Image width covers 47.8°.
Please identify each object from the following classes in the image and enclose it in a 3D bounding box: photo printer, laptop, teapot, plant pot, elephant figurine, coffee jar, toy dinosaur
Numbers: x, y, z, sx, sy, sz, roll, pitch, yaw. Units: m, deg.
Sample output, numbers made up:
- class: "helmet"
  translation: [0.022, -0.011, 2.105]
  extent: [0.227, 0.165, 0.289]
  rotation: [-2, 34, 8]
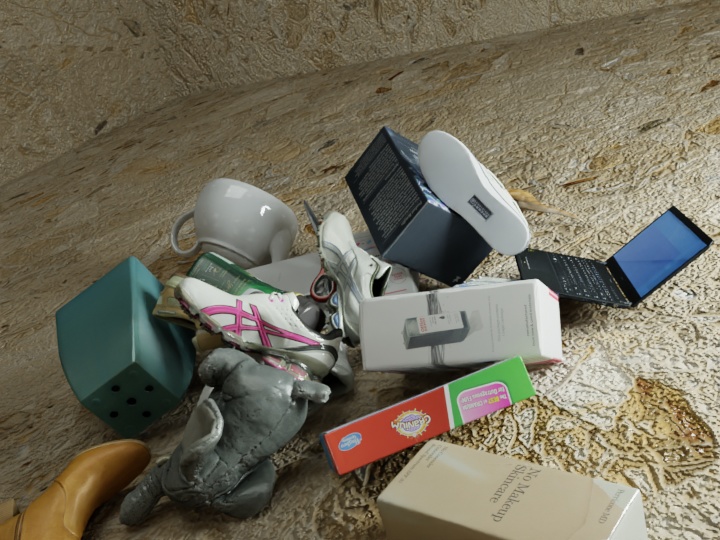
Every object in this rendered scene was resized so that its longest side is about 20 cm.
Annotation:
- class: "photo printer"
  translation: [-0.137, 0.045, 1.230]
  extent: [0.199, 0.070, 0.167]
  rotation: [-14, 24, 7]
- class: "laptop"
  translation: [0.305, -0.030, 1.022]
  extent: [0.199, 0.104, 0.177]
  rotation: [11, 18, 3]
- class: "teapot"
  translation: [-0.218, -0.060, 1.427]
  extent: [0.200, 0.197, 0.146]
  rotation: [-15, 49, 67]
- class: "plant pot"
  translation: [-0.308, 0.113, 1.079]
  extent: [0.141, 0.141, 0.200]
  rotation: [-35, 33, 6]
- class: "elephant figurine"
  translation: [-0.147, 0.196, 0.859]
  extent: [0.141, 0.155, 0.200]
  rotation: [29, 59, 5]
- class: "coffee jar"
  translation: [-0.148, 0.058, 1.099]
  extent: [0.200, 0.085, 0.104]
  rotation: [25, 74, 23]
- class: "toy dinosaur"
  translation: [0.261, -0.112, 1.325]
  extent: [0.106, 0.061, 0.200]
  rotation: [-20, 24, -12]

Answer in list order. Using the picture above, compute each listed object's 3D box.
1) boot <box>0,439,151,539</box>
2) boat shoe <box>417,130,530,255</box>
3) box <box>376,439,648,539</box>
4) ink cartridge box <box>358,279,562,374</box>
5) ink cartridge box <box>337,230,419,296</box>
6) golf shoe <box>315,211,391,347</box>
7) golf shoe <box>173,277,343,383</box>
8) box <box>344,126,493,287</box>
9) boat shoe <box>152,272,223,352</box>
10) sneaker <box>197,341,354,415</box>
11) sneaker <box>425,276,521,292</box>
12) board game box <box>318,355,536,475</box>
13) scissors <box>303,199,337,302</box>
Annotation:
- class: "boot"
  translation: [-0.307, 0.271, 0.860]
  extent: [0.201, 0.071, 0.144]
  rotation: [-26, 30, -12]
- class: "boat shoe"
  translation: [0.156, -0.106, 1.090]
  extent: [0.072, 0.200, 0.066]
  rotation: [-48, -10, 20]
- class: "box"
  translation: [0.123, 0.213, 0.667]
  extent: [0.200, 0.078, 0.095]
  rotation: [3, 29, 40]
- class: "ink cartridge box"
  translation: [0.115, 0.068, 0.914]
  extent: [0.199, 0.085, 0.146]
  rotation: [-6, -11, 22]
- class: "ink cartridge box"
  translation: [0.026, 0.004, 1.214]
  extent: [0.115, 0.068, 0.200]
  rotation: [-12, 24, 11]
- class: "golf shoe"
  translation: [0.000, 0.000, 1.080]
  extent: [0.097, 0.078, 0.201]
  rotation: [-24, 59, 23]
- class: "golf shoe"
  translation: [-0.115, 0.057, 0.927]
  extent: [0.092, 0.200, 0.073]
  rotation: [-59, 5, -10]
- class: "box"
  translation: [0.086, -0.092, 1.183]
  extent: [0.107, 0.148, 0.200]
  rotation: [-50, 39, 24]
- class: "boat shoe"
  translation: [-0.179, 0.072, 1.017]
  extent: [0.200, 0.072, 0.076]
  rotation: [19, 68, 33]
- class: "sneaker"
  translation: [-0.100, 0.144, 0.982]
  extent: [0.199, 0.078, 0.099]
  rotation: [-22, 27, -9]
- class: "sneaker"
  translation: [0.144, 0.048, 1.044]
  extent: [0.199, 0.077, 0.085]
  rotation: [-3, 21, 7]
- class: "board game box"
  translation: [0.059, 0.146, 0.816]
  extent: [0.199, 0.040, 0.153]
  rotation: [-21, -9, -8]
- class: "scissors"
  translation: [-0.042, -0.032, 1.180]
  extent: [0.073, 0.014, 0.201]
  rotation: [-10, 52, 2]
